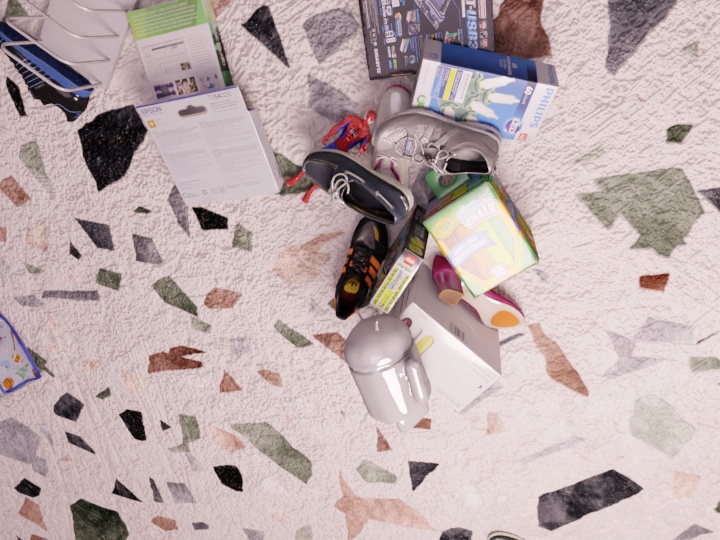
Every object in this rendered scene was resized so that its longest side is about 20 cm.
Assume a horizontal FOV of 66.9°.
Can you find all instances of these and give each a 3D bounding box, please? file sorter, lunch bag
[{"bbox_3d":[-0.471,-0.414,0.883,0.138,0.125,0.201,34,117,-4],"label":"file sorter"},{"bbox_3d":[-0.876,0.205,1.265,0.168,0.124,0.203,-23,94,21],"label":"lunch bag"}]

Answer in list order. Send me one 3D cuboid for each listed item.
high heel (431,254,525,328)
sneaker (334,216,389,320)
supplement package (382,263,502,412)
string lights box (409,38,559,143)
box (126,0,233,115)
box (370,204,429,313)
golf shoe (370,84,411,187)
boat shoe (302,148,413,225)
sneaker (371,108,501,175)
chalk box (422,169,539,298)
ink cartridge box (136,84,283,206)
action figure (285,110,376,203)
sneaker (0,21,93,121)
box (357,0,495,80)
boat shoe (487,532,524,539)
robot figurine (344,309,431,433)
[{"bbox_3d":[0.215,0.039,0.992,0.197,0.097,0.068,18,132,-19],"label":"high heel"},{"bbox_3d":[0.000,0.000,0.987,0.069,0.090,0.203,20,117,3],"label":"sneaker"},{"bbox_3d":[0.140,0.116,0.973,0.199,0.156,0.111,38,117,-7],"label":"supplement package"},{"bbox_3d":[0.178,-0.264,0.810,0.196,0.060,0.104,11,141,-2],"label":"string lights box"},{"bbox_3d":[-0.296,-0.346,0.926,0.141,0.036,0.204,-5,114,15],"label":"box"},{"bbox_3d":[0.071,-0.025,0.899,0.034,0.201,0.111,30,117,-3],"label":"box"},{"bbox_3d":[0.053,-0.193,0.887,0.074,0.092,0.204,7,114,11],"label":"golf shoe"},{"bbox_3d":[-0.015,-0.127,0.856,0.198,0.062,0.076,30,139,13],"label":"boat shoe"},{"bbox_3d":[0.113,-0.184,0.806,0.196,0.083,0.075,5,141,4],"label":"sneaker"},{"bbox_3d":[0.183,-0.086,0.888,0.124,0.124,0.201,-32,104,23],"label":"chalk box"},{"bbox_3d":[-0.255,-0.215,0.947,0.192,0.044,0.203,-5,128,15],"label":"ink cartridge box"},{"bbox_3d":[-0.048,-0.189,0.911,0.065,0.099,0.199,44,113,-11],"label":"action figure"},{"bbox_3d":[-0.575,-0.350,0.966,0.199,0.070,0.078,38,112,-7],"label":"sneaker"},{"bbox_3d":[0.095,-0.399,0.804,0.194,0.050,0.204,-5,115,12],"label":"box"},{"bbox_3d":[0.370,0.669,1.228,0.199,0.066,0.075,41,117,-8],"label":"boat shoe"},{"bbox_3d":[0.042,0.155,0.862,0.168,0.112,0.203,7,125,51],"label":"robot figurine"}]
